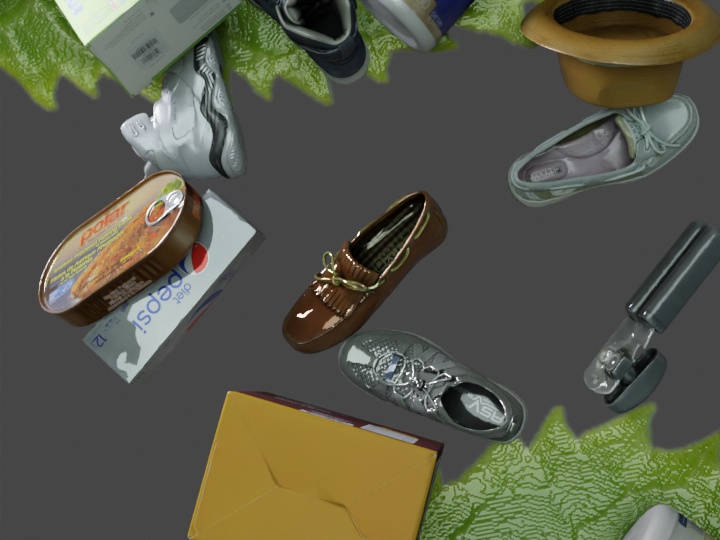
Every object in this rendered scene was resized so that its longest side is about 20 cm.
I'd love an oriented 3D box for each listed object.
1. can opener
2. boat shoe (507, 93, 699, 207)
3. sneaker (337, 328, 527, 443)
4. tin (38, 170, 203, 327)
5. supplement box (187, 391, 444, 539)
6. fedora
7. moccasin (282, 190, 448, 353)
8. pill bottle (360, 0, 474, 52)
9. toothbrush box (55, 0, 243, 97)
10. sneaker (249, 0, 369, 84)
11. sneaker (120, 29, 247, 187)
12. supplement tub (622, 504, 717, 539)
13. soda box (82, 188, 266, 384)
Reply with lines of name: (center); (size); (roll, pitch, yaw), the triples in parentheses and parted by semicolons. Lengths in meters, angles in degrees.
can opener: (0.295, 0.048, 1.323); (0.067, 0.053, 0.201); (39, 89, -24)
boat shoe: (0.240, -0.120, 1.327); (0.199, 0.065, 0.075); (-19, 84, 3)
sneaker: (0.072, 0.107, 1.315); (0.197, 0.082, 0.076); (19, 87, 7)
tin: (-0.237, -0.021, 1.340); (0.199, 0.042, 0.113); (-32, 45, 21)
supplement box: (-0.033, 0.202, 1.258); (0.194, 0.200, 0.135); (15, 87, 7)
fedora: (0.251, -0.212, 1.304); (0.197, 0.202, 0.083); (-3, 121, 6)
moccasin: (0.001, 0.001, 1.327); (0.201, 0.078, 0.074); (-38, 58, 2)
pill bottle: (0.089, -0.327, 1.336); (0.115, 0.116, 0.200); (41, 90, 8)
toothbrush box: (-0.227, -0.290, 1.335); (0.145, 0.086, 0.200); (-40, 50, 1)
sneaker: (-0.071, -0.283, 1.336); (0.077, 0.146, 0.202); (-44, 81, 2)
sneaker: (-0.190, -0.180, 1.372); (0.113, 0.075, 0.203); (-15, 86, 2)
supplement tub: (0.317, 0.329, 1.239); (0.199, 0.145, 0.146); (35, 89, 8)
soda box: (-0.185, 0.018, 1.360); (0.068, 0.063, 0.201); (39, 90, 8)
